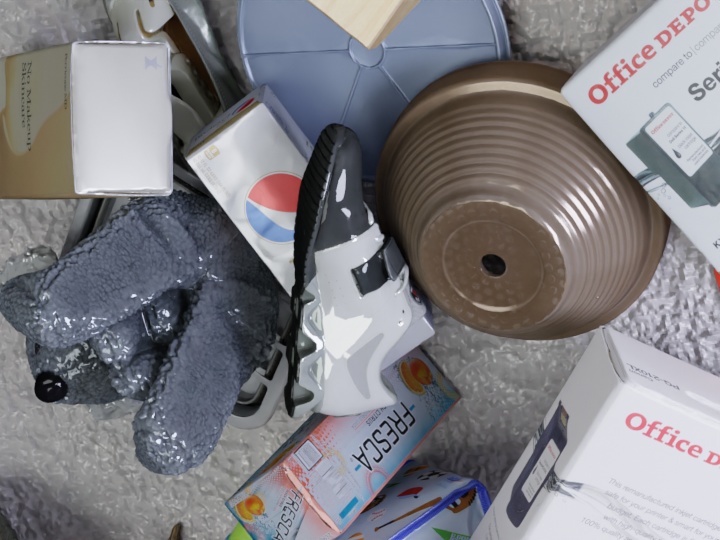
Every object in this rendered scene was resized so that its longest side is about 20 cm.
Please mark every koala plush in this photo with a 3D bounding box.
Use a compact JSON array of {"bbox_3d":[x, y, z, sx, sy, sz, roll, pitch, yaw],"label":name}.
[{"bbox_3d":[-0.169,0.041,1.578,0.177,0.184,0.200,47,147,-13],"label":"koala plush"}]

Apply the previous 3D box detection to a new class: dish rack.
[{"bbox_3d":[-0.119,0.003,1.635,0.199,0.044,0.172,32,124,11],"label":"dish rack"}]

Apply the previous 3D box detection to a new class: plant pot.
[{"bbox_3d":[0.096,-0.027,1.458,0.200,0.093,0.202,10,123,15],"label":"plant pot"}]

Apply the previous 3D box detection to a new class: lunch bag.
[{"bbox_3d":[0.006,0.235,1.550,0.124,0.199,0.170,59,167,-6],"label":"lunch bag"}]

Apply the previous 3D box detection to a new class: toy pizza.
[{"bbox_3d":[0.010,-0.153,1.500,0.199,0.032,0.201,11,120,20],"label":"toy pizza"}]

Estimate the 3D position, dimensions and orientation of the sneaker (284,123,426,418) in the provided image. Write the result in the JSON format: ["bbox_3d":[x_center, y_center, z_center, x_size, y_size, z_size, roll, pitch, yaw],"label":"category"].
[{"bbox_3d":[0.000,0.000,1.463,0.088,0.074,0.201,1,112,-8],"label":"sneaker"}]

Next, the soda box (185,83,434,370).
[{"bbox_3d":[-0.033,-0.024,1.520,0.068,0.064,0.200,-35,103,9],"label":"soda box"}]

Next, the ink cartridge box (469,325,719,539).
[{"bbox_3d":[0.172,0.156,1.425,0.144,0.084,0.201,24,112,-14],"label":"ink cartridge box"}]

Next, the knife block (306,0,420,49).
[{"bbox_3d":[0.053,-0.251,1.352,0.064,0.200,0.176,38,154,7],"label":"knife block"}]

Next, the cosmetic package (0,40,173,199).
[{"bbox_3d":[-0.197,-0.100,1.536,0.200,0.071,0.106,-1,90,64],"label":"cosmetic package"}]

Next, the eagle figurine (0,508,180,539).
[{"bbox_3d":[-0.250,0.271,1.781,0.199,0.152,0.151,9,137,18],"label":"eagle figurine"}]

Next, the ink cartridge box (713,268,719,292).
[{"bbox_3d":[0.333,0.069,1.430,0.199,0.044,0.174,-11,108,31],"label":"ink cartridge box"}]

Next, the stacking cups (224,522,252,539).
[{"bbox_3d":[-0.086,0.230,1.722,0.060,0.061,0.200,36,129,8],"label":"stacking cups"}]

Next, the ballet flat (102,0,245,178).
[{"bbox_3d":[-0.134,-0.153,1.557,0.067,0.064,0.201,-25,99,34],"label":"ballet flat"}]

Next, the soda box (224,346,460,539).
[{"bbox_3d":[-0.009,0.123,1.537,0.068,0.200,0.064,-37,93,36],"label":"soda box"}]

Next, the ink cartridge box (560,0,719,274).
[{"bbox_3d":[0.243,-0.092,1.373,0.200,0.083,0.147,48,121,1],"label":"ink cartridge box"}]
